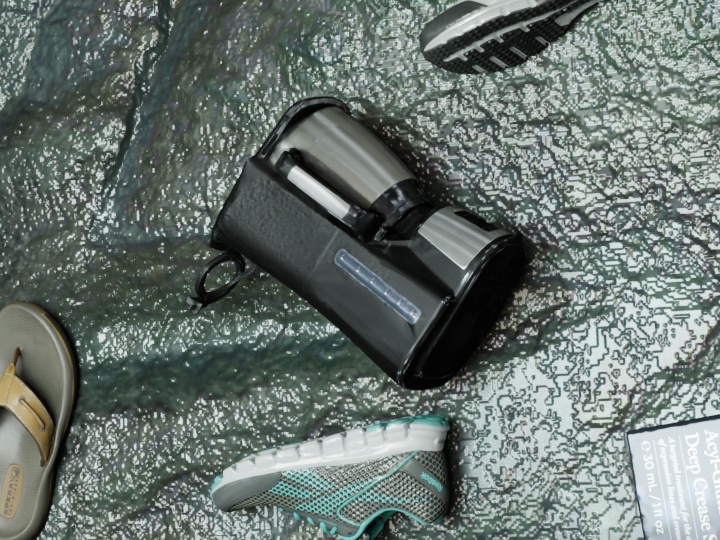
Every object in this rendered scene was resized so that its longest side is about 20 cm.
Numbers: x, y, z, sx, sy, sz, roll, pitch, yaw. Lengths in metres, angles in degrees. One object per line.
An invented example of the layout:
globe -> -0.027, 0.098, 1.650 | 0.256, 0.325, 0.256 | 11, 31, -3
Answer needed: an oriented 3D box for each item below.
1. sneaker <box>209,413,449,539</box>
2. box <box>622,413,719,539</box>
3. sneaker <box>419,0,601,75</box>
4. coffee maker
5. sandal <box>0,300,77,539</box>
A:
sneaker -> -0.021, 0.169, 1.706 | 0.199, 0.078, 0.092 | -14, 86, 24
box -> 0.299, 0.165, 1.544 | 0.199, 0.107, 0.149 | -13, 82, 22
sneaker -> 0.128, -0.216, 1.667 | 0.200, 0.074, 0.080 | -29, 62, 15
coffee maker -> 0.000, 0.000, 1.687 | 0.200, 0.135, 0.192 | 40, 126, 21
sandal -> -0.282, 0.126, 1.830 | 0.082, 0.055, 0.201 | 13, 93, 24
